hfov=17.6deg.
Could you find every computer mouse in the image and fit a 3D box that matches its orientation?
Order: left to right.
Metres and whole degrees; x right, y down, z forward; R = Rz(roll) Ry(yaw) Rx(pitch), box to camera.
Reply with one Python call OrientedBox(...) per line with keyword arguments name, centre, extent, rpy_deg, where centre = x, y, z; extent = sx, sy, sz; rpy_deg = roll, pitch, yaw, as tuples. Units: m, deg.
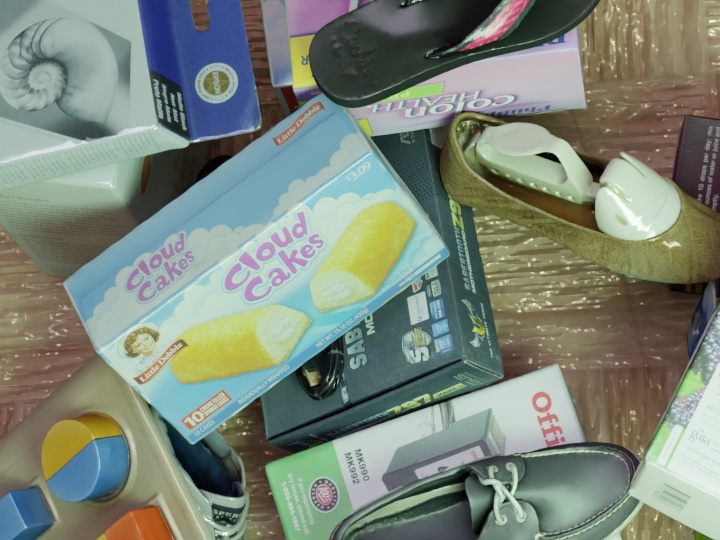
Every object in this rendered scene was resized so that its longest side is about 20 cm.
OrientedBox(name="computer mouse", centre=(-0.063, 0.001, 1.488), extent=(0.059, 0.034, 0.201), rpy_deg=(-45, 53, 18))

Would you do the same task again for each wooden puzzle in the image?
OrientedBox(name="wooden puzzle", centre=(-0.181, 0.172, 1.465), extent=(0.185, 0.046, 0.201), rpy_deg=(-40, 64, 32))

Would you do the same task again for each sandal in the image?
OrientedBox(name="sandal", centre=(0.063, -0.156, 1.346), extent=(0.199, 0.045, 0.075), rpy_deg=(-27, 67, -10))

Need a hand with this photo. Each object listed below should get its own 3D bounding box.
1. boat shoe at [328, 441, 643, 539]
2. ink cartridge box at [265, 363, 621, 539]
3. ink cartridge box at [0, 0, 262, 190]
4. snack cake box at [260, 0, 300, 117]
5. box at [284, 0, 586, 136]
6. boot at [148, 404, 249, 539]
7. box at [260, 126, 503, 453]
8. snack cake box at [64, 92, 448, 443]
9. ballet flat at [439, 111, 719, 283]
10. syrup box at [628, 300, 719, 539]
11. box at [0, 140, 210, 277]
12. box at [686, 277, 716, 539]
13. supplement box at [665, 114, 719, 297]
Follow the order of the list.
OrientedBox(name="boat shoe", centre=(0.076, 0.147, 1.379), extent=(0.198, 0.063, 0.073), rpy_deg=(-16, 72, 3))
OrientedBox(name="ink cartridge box", centre=(0.058, 0.162, 1.456), extent=(0.199, 0.084, 0.147), rpy_deg=(-20, 71, 2))
OrientedBox(name="ink cartridge box", centre=(-0.172, -0.157, 1.405), extent=(0.198, 0.041, 0.201), rpy_deg=(-13, 70, 4))
OrientedBox(name="snack cake box", centre=(0.043, -0.146, 1.540), extent=(0.198, 0.115, 0.068), rpy_deg=(-10, 71, 5))
OrientedBox(name="box", centre=(0.042, -0.198, 1.444), extent=(0.174, 0.097, 0.202), rpy_deg=(-7, 73, 6))
OrientedBox(name="boot", centre=(-0.100, 0.176, 1.463), extent=(0.201, 0.073, 0.096), rpy_deg=(56, 130, 20))
OrientedBox(name="box", centre=(0.000, 0.000, 1.494), extent=(0.157, 0.051, 0.201), rpy_deg=(-24, 61, 30))
OrientedBox(name="snack cake box", centre=(-0.061, -0.001, 1.395), extent=(0.199, 0.115, 0.067), rpy_deg=(-36, 48, 4))
OrientedBox(name="ballet flat", centre=(0.134, -0.051, 1.407), extent=(0.199, 0.073, 0.068), rpy_deg=(24, 64, 25))
OrientedBox(name="syrup box", centre=(0.235, 0.051, 1.337), extent=(0.081, 0.079, 0.201), rpy_deg=(26, 73, 7))
OrientedBox(name="box", centre=(-0.172, -0.093, 1.512), extent=(0.105, 0.200, 0.154), rpy_deg=(5, 72, 11))
OrientedBox(name="box", centre=(0.232, 0.117, 1.421), extent=(0.047, 0.122, 0.202), rpy_deg=(0, 72, 0))
OrientedBox(name="supplement box", centre=(0.296, -0.029, 1.465), extent=(0.198, 0.110, 0.086), rpy_deg=(8, 73, 11))
